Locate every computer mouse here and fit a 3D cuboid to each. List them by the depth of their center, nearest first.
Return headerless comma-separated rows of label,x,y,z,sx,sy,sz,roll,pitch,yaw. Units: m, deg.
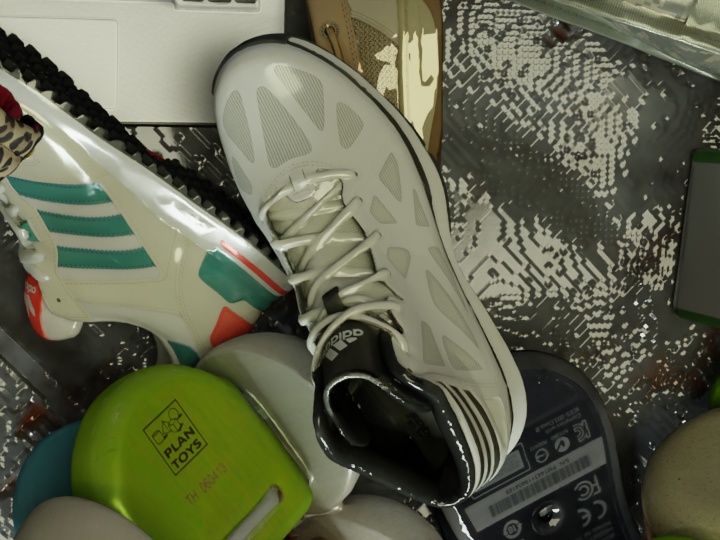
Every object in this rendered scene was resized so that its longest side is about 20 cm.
computer mouse,0.075,0.121,0.835,0.138,0.053,0.200,-21,114,-13

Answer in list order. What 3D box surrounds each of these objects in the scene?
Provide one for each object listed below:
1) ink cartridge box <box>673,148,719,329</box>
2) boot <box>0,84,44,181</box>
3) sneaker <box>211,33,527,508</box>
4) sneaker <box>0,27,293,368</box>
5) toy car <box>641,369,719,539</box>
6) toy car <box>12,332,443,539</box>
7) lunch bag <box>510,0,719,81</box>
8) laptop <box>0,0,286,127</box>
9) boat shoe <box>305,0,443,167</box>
ink cartridge box,0.264,-0.003,0.814,0.199,0.145,0.084,5,94,-15
boot,-0.181,-0.011,0.670,0.073,0.200,0.151,40,89,7
sneaker,0.001,0.000,0.697,0.076,0.115,0.201,-30,94,13
sneaker,-0.122,-0.021,0.745,0.200,0.070,0.093,37,97,-27
toy car,0.212,0.162,0.827,0.164,0.157,0.200,-54,141,-43
toy car,-0.069,0.133,0.752,0.175,0.150,0.200,-45,113,-41
lunch bag,0.136,-0.178,0.778,0.200,0.118,0.164,17,93,-10
laptop,-0.109,-0.155,0.716,0.187,0.116,0.201,0,97,-14
boat shoe,0.002,-0.025,0.789,0.064,0.071,0.201,0,91,-5
